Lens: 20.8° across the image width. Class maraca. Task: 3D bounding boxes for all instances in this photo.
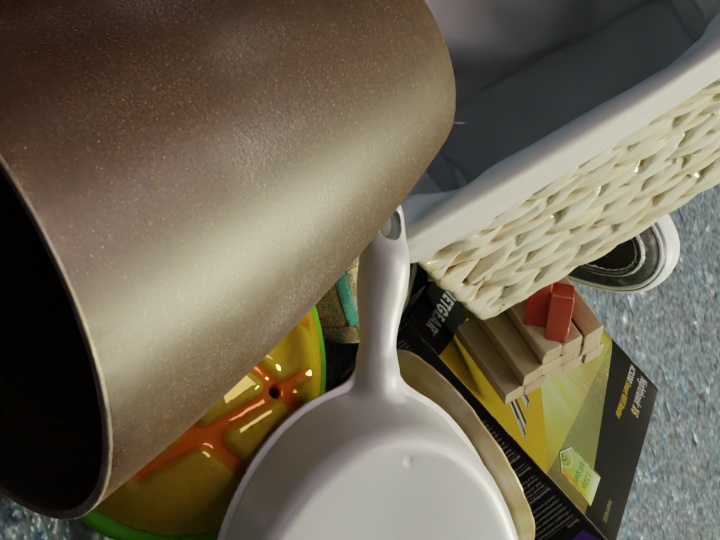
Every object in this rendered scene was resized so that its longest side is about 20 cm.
[{"bbox_3d":[-0.081,0.016,0.818,0.137,0.107,0.200,3,74,-24],"label":"maraca"}]

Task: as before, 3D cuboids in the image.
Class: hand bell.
[{"bbox_3d":[-0.034,0.131,0.839,0.200,0.104,0.104,-34,118,-16],"label":"hand bell"}]

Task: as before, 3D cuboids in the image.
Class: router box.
[{"bbox_3d":[0.083,0.062,1.073,0.157,0.052,0.200,47,25,-6],"label":"router box"}]

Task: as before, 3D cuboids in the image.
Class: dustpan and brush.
[{"bbox_3d":[0.008,0.074,0.786,0.139,0.057,0.200,3,100,-23],"label":"dustpan and brush"}]

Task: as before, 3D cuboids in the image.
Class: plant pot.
[{"bbox_3d":[-0.069,-0.042,0.707,0.200,0.187,0.187,-31,112,-31],"label":"plant pot"}]

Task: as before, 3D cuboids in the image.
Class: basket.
[{"bbox_3d":[0.089,-0.087,0.912,0.136,0.200,0.123,63,7,30],"label":"basket"}]

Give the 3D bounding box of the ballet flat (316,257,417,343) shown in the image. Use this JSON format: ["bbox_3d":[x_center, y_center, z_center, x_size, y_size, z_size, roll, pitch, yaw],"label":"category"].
[{"bbox_3d":[0.000,0.000,0.968,0.200,0.071,0.071,-47,125,-81],"label":"ballet flat"}]

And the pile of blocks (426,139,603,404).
[{"bbox_3d":[0.072,-0.036,0.997,0.062,0.082,0.200,89,-6,-61],"label":"pile of blocks"}]

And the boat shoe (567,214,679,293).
[{"bbox_3d":[0.081,-0.047,1.078,0.200,0.072,0.068,36,23,9],"label":"boat shoe"}]
